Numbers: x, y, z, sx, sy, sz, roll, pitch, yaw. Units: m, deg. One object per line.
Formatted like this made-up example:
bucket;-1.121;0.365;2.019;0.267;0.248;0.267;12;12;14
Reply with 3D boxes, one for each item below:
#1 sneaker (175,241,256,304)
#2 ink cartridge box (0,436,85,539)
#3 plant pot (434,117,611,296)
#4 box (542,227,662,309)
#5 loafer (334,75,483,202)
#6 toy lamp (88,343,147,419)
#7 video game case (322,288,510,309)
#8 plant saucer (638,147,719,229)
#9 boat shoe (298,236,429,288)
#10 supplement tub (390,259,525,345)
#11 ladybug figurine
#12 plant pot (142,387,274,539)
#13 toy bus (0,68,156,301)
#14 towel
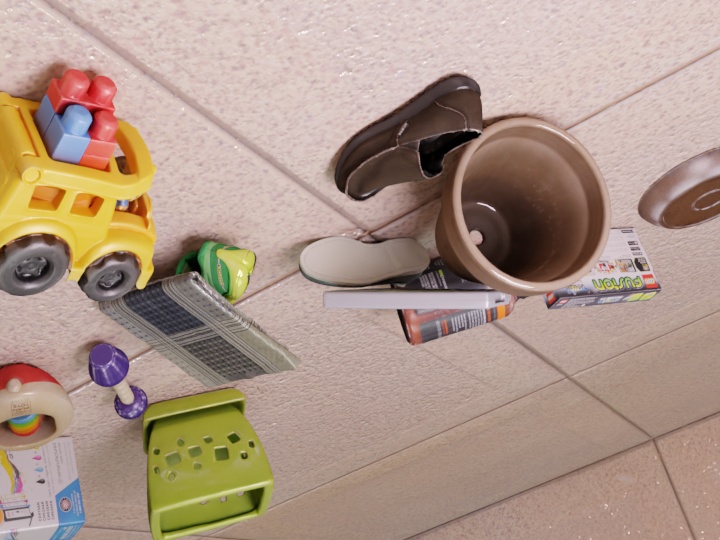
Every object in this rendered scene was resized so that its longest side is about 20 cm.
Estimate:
sneaker;-0.186;0.012;1.194;0.083;0.075;0.200;27;149;-11
ink cartridge box;-0.559;0.363;1.539;0.197;0.149;0.145;1;149;-36
plant pot;0.170;-0.060;1.165;0.197;0.204;0.174;-9;172;-18
box;0.342;-0.005;1.441;0.197;0.112;0.035;-3;152;-28
loafer;0.051;-0.127;1.048;0.199;0.072;0.072;-36;150;32
toy lamp;-0.341;0.155;1.375;0.057;0.059;0.201;-15;155;-6
video game case;0.073;0.033;1.195;0.196;0.023;0.182;-1;179;16
plant saucer;0.503;-0.114;1.424;0.197;0.033;0.201;-14;155;-7
boat shoe;0.000;0.000;1.271;0.197;0.074;0.062;-5;149;-36
supplement tub;0.147;0.030;1.385;0.197;0.108;0.107;-16;155;-1
ladybug figurine;-0.462;0.184;1.331;0.133;0.073;0.201;-8;153;-21
plant pot;-0.259;0.310;1.592;0.196;0.184;0.200;-10;153;-16
toy bus;-0.255;-0.085;0.889;0.198;0.136;0.193;9;128;-48
towel;-0.195;0.074;1.204;0.191;0.035;0.200;-15;134;40
